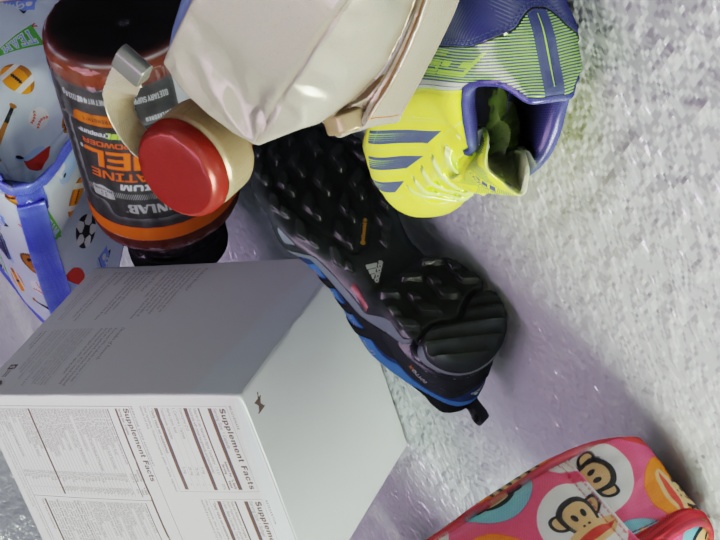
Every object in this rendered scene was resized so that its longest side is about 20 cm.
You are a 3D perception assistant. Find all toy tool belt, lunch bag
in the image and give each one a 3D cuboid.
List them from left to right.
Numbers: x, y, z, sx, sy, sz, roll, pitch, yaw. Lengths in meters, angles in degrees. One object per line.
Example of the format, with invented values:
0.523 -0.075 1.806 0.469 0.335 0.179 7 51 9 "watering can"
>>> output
-0.226 -0.082 1.266 0.171 0.123 0.201 85 179 -54 "lunch bag"
-0.018 -0.115 0.749 0.125 0.123 0.200 40 139 6 "toy tool belt"
0.073 0.182 0.862 0.082 0.199 0.177 50 161 31 "lunch bag"

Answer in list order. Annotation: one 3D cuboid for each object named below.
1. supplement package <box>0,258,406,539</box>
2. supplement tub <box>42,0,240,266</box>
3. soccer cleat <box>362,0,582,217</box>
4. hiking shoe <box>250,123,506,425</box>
-0.103 0.096 1.133 0.198 0.152 0.152 -2 121 29 "supplement package"
-0.136 -0.088 1.159 0.107 0.106 0.201 44 155 40 "supplement tub"
0.047 -0.060 0.788 0.200 0.064 0.084 117 139 -64 "soccer cleat"
0.000 0.000 0.983 0.200 0.074 0.087 51 157 27 "hiking shoe"
